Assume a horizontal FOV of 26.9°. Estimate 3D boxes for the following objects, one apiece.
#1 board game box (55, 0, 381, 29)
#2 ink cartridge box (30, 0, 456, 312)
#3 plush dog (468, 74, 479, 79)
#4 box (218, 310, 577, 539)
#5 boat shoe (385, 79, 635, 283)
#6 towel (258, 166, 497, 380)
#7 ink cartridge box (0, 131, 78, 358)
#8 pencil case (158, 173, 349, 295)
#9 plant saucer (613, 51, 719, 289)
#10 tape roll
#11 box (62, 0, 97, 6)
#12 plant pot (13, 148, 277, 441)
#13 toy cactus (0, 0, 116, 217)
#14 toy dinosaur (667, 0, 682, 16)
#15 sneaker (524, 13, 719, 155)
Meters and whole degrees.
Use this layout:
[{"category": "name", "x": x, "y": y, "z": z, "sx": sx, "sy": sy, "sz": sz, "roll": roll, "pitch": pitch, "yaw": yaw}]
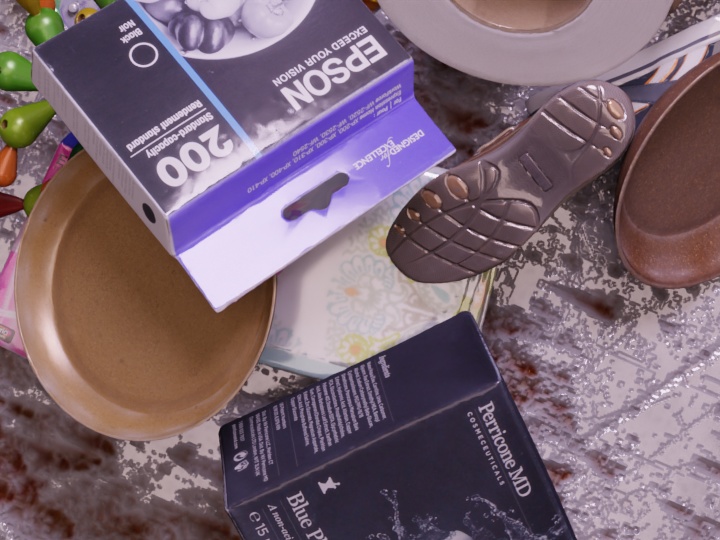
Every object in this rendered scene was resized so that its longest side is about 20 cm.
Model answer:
[{"category": "board game box", "x": -0.114, "y": -0.206, "z": 1.055, "sx": 0.200, "sy": 0.026, "sz": 0.200, "roll": -39, "pitch": 97, "yaw": 10}, {"category": "ink cartridge box", "x": -0.070, "y": -0.106, "z": 0.941, "sx": 0.198, "sy": 0.043, "sz": 0.200, "roll": -35, "pitch": 75, "yaw": -21}, {"category": "plush dog", "x": 0.130, "y": -0.253, "z": 1.043, "sx": 0.171, "sy": 0.160, "sz": 0.202, "roll": -20, "pitch": 91, "yaw": -21}, {"category": "box", "x": 0.033, "y": 0.169, "z": 1.031, "sx": 0.199, "sy": 0.118, "sz": 0.198, "roll": -26, "pitch": 112, "yaw": 2}, {"category": "boat shoe", "x": 0.106, "y": -0.058, "z": 1.032, "sx": 0.199, "sy": 0.072, "sz": 0.076, "roll": -33, "pitch": 93, "yaw": 21}, {"category": "towel", "x": 0.000, "y": 0.000, "z": 1.092, "sx": 0.198, "sy": 0.048, "sz": 0.173, "roll": 14, "pitch": 89, "yaw": 1}, {"category": "ink cartridge box", "x": -0.197, "y": -0.024, "z": 1.102, "sx": 0.094, "sy": 0.037, "sz": 0.201, "roll": 25, "pitch": 90, "yaw": 0}, {"category": "pencil case", "x": -0.054, "y": -0.060, "z": 1.026, "sx": 0.083, "sy": 0.091, "sz": 0.200, "roll": 38, "pitch": 89, "yaw": 1}, {"category": "plant saucer", "x": 0.247, "y": -0.079, "z": 1.037, "sx": 0.200, "sy": 0.200, "sz": 0.037, "roll": -42, "pitch": 49, "yaw": 2}, {"category": "tape roll", "x": 0.100, "y": -0.200, "z": 0.943, "sx": 0.201, "sy": 0.204, "sz": 0.037, "roll": 16, "pitch": 52, "yaw": 1}, {"category": "box", "x": -0.142, "y": -0.252, "z": 1.090, "sx": 0.198, "sy": 0.038, "sz": 0.138, "roll": 10, "pitch": 93, "yaw": 1}, {"category": "plant pot", "x": -0.137, "y": 0.009, "z": 0.980, "sx": 0.198, "sy": 0.027, "sz": 0.202, "roll": -2, "pitch": 86, "yaw": 25}, {"category": "toy cactus", "x": -0.173, "y": -0.115, "z": 1.031, "sx": 0.164, "sy": 0.102, "sz": 0.202, "roll": 13, "pitch": 105, "yaw": -15}, {"category": "toy dinosaur", "x": 0.238, "y": -0.264, "z": 1.016, "sx": 0.085, "sy": 0.135, "sz": 0.202, "roll": -9, "pitch": 77, "yaw": 32}, {"category": "sneaker", "x": 0.222, "y": -0.125, "z": 1.067, "sx": 0.199, "sy": 0.078, "sz": 0.080, "roll": -23, "pitch": 87, "yaw": 13}]
